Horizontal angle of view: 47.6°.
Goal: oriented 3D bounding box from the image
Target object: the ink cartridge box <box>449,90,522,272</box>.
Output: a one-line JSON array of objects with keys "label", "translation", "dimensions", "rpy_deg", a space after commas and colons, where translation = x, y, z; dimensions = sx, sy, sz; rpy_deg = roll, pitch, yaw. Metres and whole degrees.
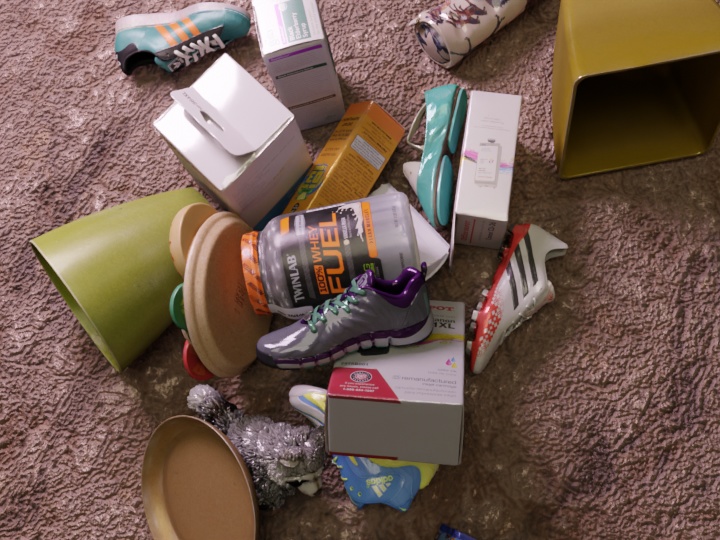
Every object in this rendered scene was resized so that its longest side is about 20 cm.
[{"label": "ink cartridge box", "translation": [0.153, -0.103, 1.011], "dimensions": [0.066, 0.117, 0.203], "rpy_deg": [8, 76, 7]}]

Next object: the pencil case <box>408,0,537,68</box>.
[{"label": "pencil case", "translation": [0.163, -0.361, 1.101], "dimensions": [0.199, 0.078, 0.090], "rpy_deg": [-39, 95, -6]}]

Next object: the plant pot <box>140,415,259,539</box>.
[{"label": "plant pot", "translation": [-0.182, 0.264, 0.938], "dimensions": [0.198, 0.027, 0.204], "rpy_deg": [6, 99, 38]}]

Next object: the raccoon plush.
[{"label": "raccoon plush", "translation": [-0.121, 0.186, 0.928], "dimensions": [0.199, 0.135, 0.097], "rpy_deg": [34, 48, 5]}]

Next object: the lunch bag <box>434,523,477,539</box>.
[{"label": "lunch bag", "translation": [0.155, 0.397, 0.898], "dimensions": [0.198, 0.094, 0.152], "rpy_deg": [26, 77, -1]}]

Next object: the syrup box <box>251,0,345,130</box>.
[{"label": "syrup box", "translation": [-0.074, -0.262, 1.034], "dimensions": [0.080, 0.200, 0.080], "rpy_deg": [-14, 72, 1]}]

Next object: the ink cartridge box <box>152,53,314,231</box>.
[{"label": "ink cartridge box", "translation": [-0.151, -0.153, 1.010], "dimensions": [0.128, 0.200, 0.125], "rpy_deg": [42, 82, 14]}]

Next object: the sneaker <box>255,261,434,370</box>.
[{"label": "sneaker", "translation": [-0.019, 0.042, 0.872], "dimensions": [0.197, 0.075, 0.089], "rpy_deg": [-12, 117, -14]}]

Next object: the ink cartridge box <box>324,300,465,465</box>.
[{"label": "ink cartridge box", "translation": [0.044, 0.115, 0.917], "dimensions": [0.143, 0.201, 0.084], "rpy_deg": [3, 119, 6]}]

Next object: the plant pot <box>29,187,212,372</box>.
[{"label": "plant pot", "translation": [-0.268, -0.011, 1.009], "dimensions": [0.199, 0.188, 0.187], "rpy_deg": [-37, 74, -21]}]

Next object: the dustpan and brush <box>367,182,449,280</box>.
[{"label": "dustpan and brush", "translation": [0.000, 0.000, 1.036], "dimensions": [0.199, 0.057, 0.140], "rpy_deg": [-37, 64, -12]}]

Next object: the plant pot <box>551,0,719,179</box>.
[{"label": "plant pot", "translation": [0.329, -0.257, 1.006], "dimensions": [0.196, 0.201, 0.179], "rpy_deg": [-10, 63, 3]}]

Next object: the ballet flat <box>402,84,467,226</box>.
[{"label": "ballet flat", "translation": [0.092, -0.148, 1.062], "dimensions": [0.069, 0.067, 0.203], "rpy_deg": [3, 71, 23]}]

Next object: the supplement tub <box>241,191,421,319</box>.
[{"label": "supplement tub", "translation": [-0.032, -0.013, 0.944], "dimensions": [0.196, 0.123, 0.125], "rpy_deg": [-12, 73, 3]}]

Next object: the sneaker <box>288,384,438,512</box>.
[{"label": "sneaker", "translation": [-0.011, 0.215, 0.959], "dimensions": [0.198, 0.076, 0.106], "rpy_deg": [25, 79, 11]}]

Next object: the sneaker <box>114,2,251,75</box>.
[{"label": "sneaker", "translation": [-0.246, -0.315, 1.138], "dimensions": [0.196, 0.071, 0.081], "rpy_deg": [-6, 78, 9]}]

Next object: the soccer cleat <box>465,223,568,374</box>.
[{"label": "soccer cleat", "translation": [0.190, 0.038, 0.995], "dimensions": [0.084, 0.069, 0.202], "rpy_deg": [21, 74, 11]}]

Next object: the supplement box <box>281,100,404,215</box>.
[{"label": "supplement box", "translation": [-0.026, -0.117, 1.048], "dimensions": [0.068, 0.066, 0.202], "rpy_deg": [35, 78, -27]}]

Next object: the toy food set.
[{"label": "toy food set", "translation": [-0.162, 0.031, 0.965], "dimensions": [0.048, 0.200, 0.202], "rpy_deg": [-2, 79, 20]}]
